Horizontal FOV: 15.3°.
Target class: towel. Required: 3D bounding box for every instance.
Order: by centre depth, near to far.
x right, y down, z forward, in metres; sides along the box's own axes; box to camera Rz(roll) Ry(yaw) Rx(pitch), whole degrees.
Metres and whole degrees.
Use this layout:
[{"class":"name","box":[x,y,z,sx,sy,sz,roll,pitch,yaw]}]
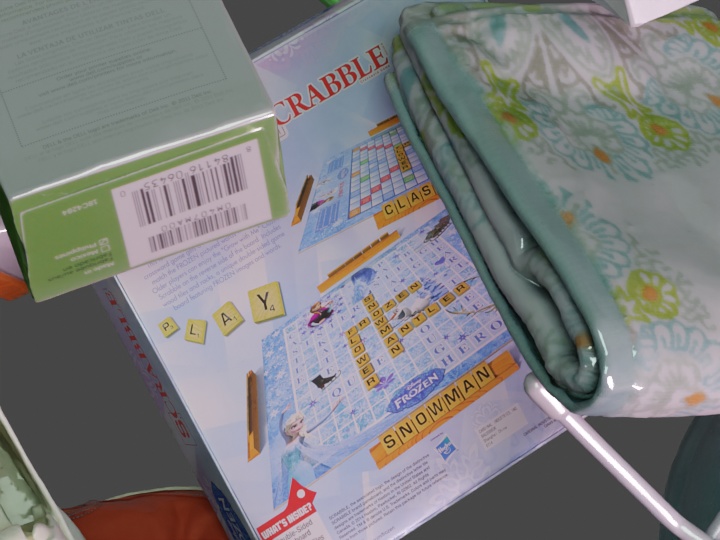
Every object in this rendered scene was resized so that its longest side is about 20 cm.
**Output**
[{"class":"towel","box":[0.114,-0.027,1.044,0.170,0.048,0.201,-2,50,-32]}]

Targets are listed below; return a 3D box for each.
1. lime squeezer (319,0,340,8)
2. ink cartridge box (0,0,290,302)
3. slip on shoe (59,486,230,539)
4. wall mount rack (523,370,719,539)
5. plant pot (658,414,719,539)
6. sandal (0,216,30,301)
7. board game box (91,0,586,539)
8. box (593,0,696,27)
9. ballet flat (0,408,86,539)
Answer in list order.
[{"class":"lime squeezer","box":[0.063,-0.090,1.163,0.198,0.038,0.071,9,80,-5]},{"class":"ink cartridge box","box":[-0.108,-0.091,1.034,0.103,0.060,0.201,-19,51,-9]},{"class":"slip on shoe","box":[-0.118,0.126,1.093,0.198,0.061,0.075,-3,79,-9]},{"class":"wall mount rack","box":[0.101,0.141,0.987,0.173,0.075,0.201,32,75,11]},{"class":"plant pot","box":[0.235,0.111,1.104,0.199,0.134,0.202,1,81,-8]},{"class":"sandal","box":[-0.145,-0.026,1.110,0.205,0.079,0.060,-12,68,-21]},{"class":"board game box","box":[0.000,0.000,1.096,0.199,0.041,0.201,-30,99,-20]},{"class":"box","box":[0.067,-0.198,1.074,0.041,0.200,0.157,-23,115,-11]},{"class":"ballet flat","box":[-0.146,0.093,1.033,0.069,0.069,0.201,-27,80,-11]}]
